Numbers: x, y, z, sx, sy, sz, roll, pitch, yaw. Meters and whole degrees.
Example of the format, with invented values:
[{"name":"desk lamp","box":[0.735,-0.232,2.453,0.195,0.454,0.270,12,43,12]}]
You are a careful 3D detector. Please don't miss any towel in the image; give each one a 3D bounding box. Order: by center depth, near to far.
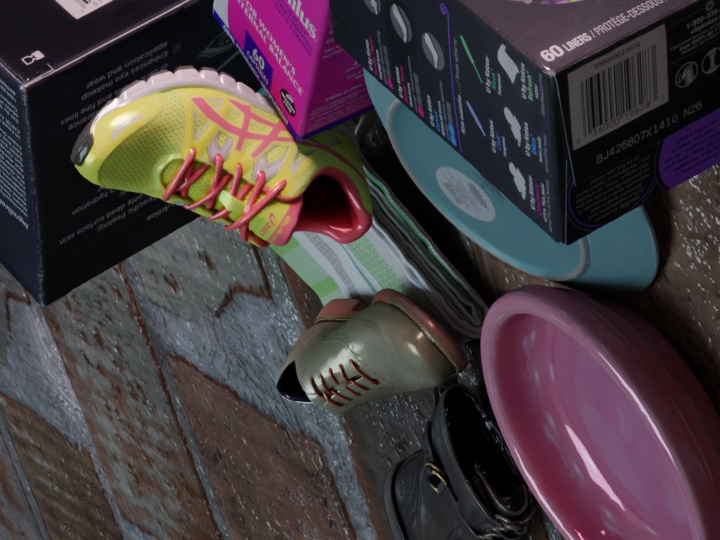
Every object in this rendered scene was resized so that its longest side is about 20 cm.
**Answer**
[{"name":"towel","box":[0.000,0.000,1.682,0.149,0.031,0.200,50,160,-4]}]

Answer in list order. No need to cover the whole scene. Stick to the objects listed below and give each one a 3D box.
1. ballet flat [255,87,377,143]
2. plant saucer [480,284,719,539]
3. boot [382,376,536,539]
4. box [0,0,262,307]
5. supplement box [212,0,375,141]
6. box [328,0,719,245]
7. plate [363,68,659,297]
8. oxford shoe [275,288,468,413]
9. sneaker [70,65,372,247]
[{"name":"ballet flat","box":[-0.029,-0.097,1.645,0.070,0.069,0.200,63,158,2]},{"name":"plant saucer","box":[0.143,0.092,1.456,0.201,0.051,0.201,49,156,30]},{"name":"boot","box":[0.077,0.177,1.700,0.201,0.069,0.174,62,160,11]},{"name":"box","box":[-0.165,-0.118,1.718,0.117,0.196,0.201,40,147,31]},{"name":"supplement box","box":[-0.007,-0.176,1.435,0.102,0.103,0.200,56,157,21]},{"name":"box","box":[0.082,-0.125,1.249,0.200,0.122,0.107,44,153,41]},{"name":"plate","box":[0.073,-0.050,1.407,0.200,0.026,0.200,36,160,15]},{"name":"oxford shoe","box":[0.006,0.061,1.645,0.071,0.074,0.200,48,162,-9]},{"name":"sneaker","box":[-0.069,-0.055,1.494,0.078,0.199,0.091,-53,49,37]}]
